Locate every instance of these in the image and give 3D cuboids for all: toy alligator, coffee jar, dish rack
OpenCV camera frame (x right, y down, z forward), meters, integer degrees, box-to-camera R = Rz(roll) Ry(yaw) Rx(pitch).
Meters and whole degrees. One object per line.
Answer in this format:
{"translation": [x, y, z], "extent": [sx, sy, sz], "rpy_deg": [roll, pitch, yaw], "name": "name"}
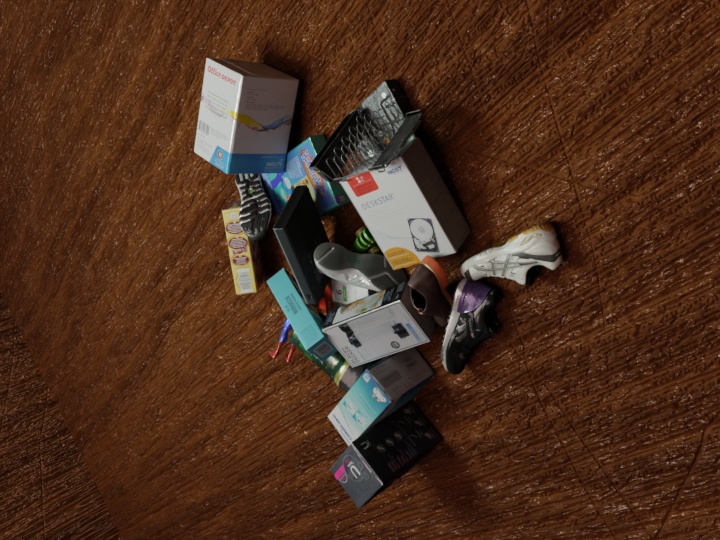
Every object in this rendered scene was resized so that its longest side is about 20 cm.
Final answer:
{"translation": [0.005, -0.052, 1.522], "extent": [0.060, 0.054, 0.200], "rpy_deg": [56, 136, 12], "name": "toy alligator"}
{"translation": [-0.055, 0.182, 1.638], "extent": [0.199, 0.104, 0.086], "rpy_deg": [39, 105, 24], "name": "coffee jar"}
{"translation": [0.014, -0.227, 1.313], "extent": [0.055, 0.154, 0.199], "rpy_deg": [45, 153, -27], "name": "dish rack"}

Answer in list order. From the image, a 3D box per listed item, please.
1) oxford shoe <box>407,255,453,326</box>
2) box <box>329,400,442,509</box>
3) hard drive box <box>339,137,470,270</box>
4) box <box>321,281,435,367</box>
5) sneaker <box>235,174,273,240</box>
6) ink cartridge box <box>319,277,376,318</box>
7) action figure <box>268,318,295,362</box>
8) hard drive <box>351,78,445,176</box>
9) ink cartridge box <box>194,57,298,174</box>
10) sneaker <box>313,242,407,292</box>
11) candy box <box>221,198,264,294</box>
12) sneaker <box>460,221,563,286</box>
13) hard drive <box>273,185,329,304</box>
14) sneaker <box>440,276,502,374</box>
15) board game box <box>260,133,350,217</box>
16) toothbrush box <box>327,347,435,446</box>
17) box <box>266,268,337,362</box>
{"translation": [0.126, 0.053, 1.381], "extent": [0.071, 0.072, 0.201], "rpy_deg": [39, 164, 37], "name": "oxford shoe"}
{"translation": [0.053, 0.379, 1.550], "extent": [0.106, 0.199, 0.123], "rpy_deg": [49, 134, 17], "name": "box"}
{"translation": [0.082, -0.116, 1.354], "extent": [0.155, 0.077, 0.201], "rpy_deg": [-17, 113, 43], "name": "hard drive box"}
{"translation": [0.036, 0.111, 1.490], "extent": [0.198, 0.060, 0.117], "rpy_deg": [-21, 119, 32], "name": "box"}
{"translation": [-0.220, -0.131, 1.668], "extent": [0.116, 0.075, 0.202], "rpy_deg": [60, -165, -55], "name": "sneaker"}
{"translation": [-0.038, 0.063, 1.617], "extent": [0.198, 0.050, 0.111], "rpy_deg": [14, 118, 40], "name": "ink cartridge box"}
{"translation": [-0.155, 0.097, 1.721], "extent": [0.202, 0.065, 0.099], "rpy_deg": [-64, 31, 12], "name": "action figure"}
{"translation": [0.062, -0.234, 1.401], "extent": [0.139, 0.038, 0.202], "rpy_deg": [-34, 81, 47], "name": "hard drive"}
{"translation": [-0.239, -0.321, 1.554], "extent": [0.146, 0.145, 0.203], "rpy_deg": [34, 120, 41], "name": "ink cartridge box"}
{"translation": [0.000, 0.000, 1.509], "extent": [0.198, 0.071, 0.080], "rpy_deg": [20, 161, -2], "name": "sneaker"}
{"translation": [-0.272, -0.059, 1.750], "extent": [0.056, 0.117, 0.203], "rpy_deg": [-8, 107, 4], "name": "candy box"}
{"translation": [0.255, -0.007, 1.276], "extent": [0.199, 0.075, 0.089], "rpy_deg": [-28, 86, 48], "name": "sneaker"}
{"translation": [-0.109, -0.052, 1.529], "extent": [0.032, 0.140, 0.202], "rpy_deg": [-1, 131, 23], "name": "hard drive"}
{"translation": [0.207, 0.117, 1.381], "extent": [0.087, 0.075, 0.203], "rpy_deg": [24, 122, 30], "name": "sneaker"}
{"translation": [-0.121, -0.180, 1.601], "extent": [0.199, 0.045, 0.154], "rpy_deg": [-23, 89, 48], "name": "board game box"}
{"translation": [0.042, 0.260, 1.552], "extent": [0.086, 0.145, 0.201], "rpy_deg": [50, 136, 17], "name": "toothbrush box"}
{"translation": [-0.122, 0.093, 1.580], "extent": [0.049, 0.082, 0.201], "rpy_deg": [-37, 57, 4], "name": "box"}
